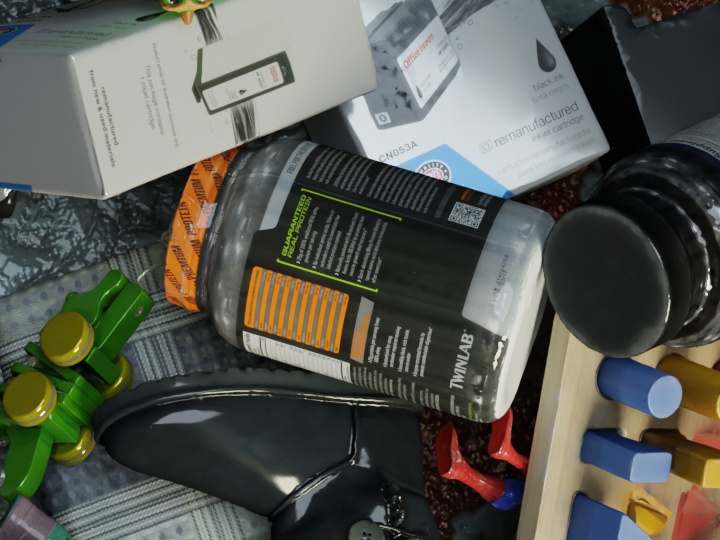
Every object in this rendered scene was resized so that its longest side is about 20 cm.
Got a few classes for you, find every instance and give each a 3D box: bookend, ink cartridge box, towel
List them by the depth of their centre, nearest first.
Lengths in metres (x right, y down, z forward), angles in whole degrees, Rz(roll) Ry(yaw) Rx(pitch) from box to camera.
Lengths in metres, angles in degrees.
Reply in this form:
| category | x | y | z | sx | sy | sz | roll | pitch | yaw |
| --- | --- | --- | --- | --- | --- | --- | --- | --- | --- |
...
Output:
| category | x | y | z | sx | sy | sz | roll | pitch | yaw |
| --- | --- | --- | --- | --- | --- | --- | --- | --- | --- |
| ink cartridge box | -0.113 | -0.111 | 1.574 | 0.199 | 0.146 | 0.085 | -25 | 109 | -37 |
| towel | -0.099 | 0.078 | 1.649 | 0.199 | 0.035 | 0.194 | -18 | 83 | -14 |
| ink cartridge box | 0.035 | -0.126 | 1.682 | 0.144 | 0.084 | 0.201 | -25 | 88 | -15 |
| bookend | 0.251 | -0.083 | 1.726 | 0.198 | 0.092 | 0.201 | -19 | 86 | -16 |

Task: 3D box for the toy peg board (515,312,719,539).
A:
| category | x | y | z | sx | sy | sz | roll | pitch | yaw |
| --- | --- | --- | --- | --- | --- | --- | --- | --- | --- |
| toy peg board | 0.199 | 0.129 | 1.603 | 0.198 | 0.098 | 0.201 | 3 | 100 | -36 |

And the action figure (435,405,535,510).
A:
| category | x | y | z | sx | sy | sz | roll | pitch | yaw |
| --- | --- | --- | --- | --- | --- | --- | --- | --- | --- |
| action figure | 0.132 | 0.116 | 1.667 | 0.200 | 0.065 | 0.099 | 36 | 47 | -35 |

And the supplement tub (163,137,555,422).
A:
| category | x | y | z | sx | sy | sz | roll | pitch | yaw |
| --- | --- | --- | --- | --- | --- | --- | --- | --- | --- |
| supplement tub | 0.000 | 0.000 | 1.569 | 0.199 | 0.123 | 0.123 | 17 | 77 | 10 |

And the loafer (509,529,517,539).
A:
| category | x | y | z | sx | sy | sz | roll | pitch | yaw |
| --- | --- | --- | --- | --- | --- | --- | --- | --- | --- |
| loafer | 0.036 | 0.212 | 1.643 | 0.199 | 0.073 | 0.073 | -21 | 77 | -25 |

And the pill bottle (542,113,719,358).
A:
| category | x | y | z | sx | sy | sz | roll | pitch | yaw |
| --- | --- | --- | --- | --- | --- | --- | --- | --- | --- |
| pill bottle | 0.193 | -0.023 | 1.558 | 0.200 | 0.112 | 0.112 | -25 | 88 | -43 |

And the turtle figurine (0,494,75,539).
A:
| category | x | y | z | sx | sy | sz | roll | pitch | yaw |
| --- | --- | --- | --- | --- | --- | --- | --- | --- | --- |
| turtle figurine | -0.115 | 0.201 | 1.540 | 0.199 | 0.150 | 0.101 | 32 | 92 | -8 |

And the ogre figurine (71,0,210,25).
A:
| category | x | y | z | sx | sy | sz | roll | pitch | yaw |
| --- | --- | --- | --- | --- | --- | --- | --- | --- | --- |
| ogre figurine | -0.094 | -0.200 | 1.485 | 0.199 | 0.120 | 0.098 | -19 | 42 | -25 |

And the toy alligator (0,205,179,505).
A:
| category | x | y | z | sx | sy | sz | roll | pitch | yaw |
| --- | --- | --- | --- | --- | --- | --- | --- | --- | --- |
| toy alligator | -0.158 | 0.039 | 1.601 | 0.054 | 0.059 | 0.201 | 20 | 72 | 35 |

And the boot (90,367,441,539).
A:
| category | x | y | z | sx | sy | sz | roll | pitch | yaw |
| --- | --- | --- | --- | --- | --- | --- | --- | --- | --- |
| boot | -0.042 | 0.143 | 1.571 | 0.199 | 0.076 | 0.169 | 0 | 64 | -22 |

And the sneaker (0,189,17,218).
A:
| category | x | y | z | sx | sy | sz | roll | pitch | yaw |
| --- | --- | --- | --- | --- | --- | --- | --- | --- | --- |
| sneaker | -0.254 | -0.055 | 1.605 | 0.115 | 0.075 | 0.200 | 43 | 73 | -7 |
